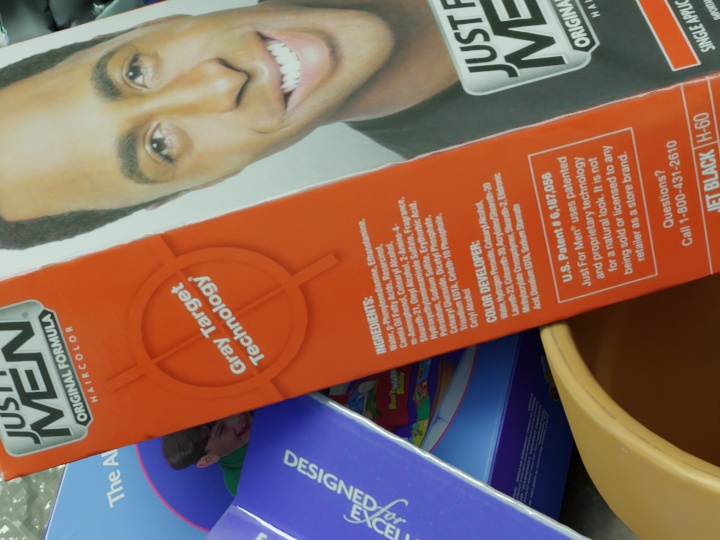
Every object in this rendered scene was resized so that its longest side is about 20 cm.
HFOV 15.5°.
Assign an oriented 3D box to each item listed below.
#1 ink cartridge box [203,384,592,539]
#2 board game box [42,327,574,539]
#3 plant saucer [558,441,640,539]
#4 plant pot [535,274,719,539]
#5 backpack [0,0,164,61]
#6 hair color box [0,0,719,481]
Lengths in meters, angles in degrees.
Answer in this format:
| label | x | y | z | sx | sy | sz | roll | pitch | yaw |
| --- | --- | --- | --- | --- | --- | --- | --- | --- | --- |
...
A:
| label | x | y | z | sx | sy | sz | roll | pitch | yaw |
| --- | --- | --- | --- | --- | --- | --- | --- | --- | --- |
| ink cartridge box | 0.034 | 0.147 | 0.666 | 0.198 | 0.201 | 0.043 | 27 | 42 | 18 |
| board game box | 0.000 | 0.000 | 0.751 | 0.134 | 0.045 | 0.201 | -1 | 60 | 28 |
| plant saucer | 0.024 | 0.089 | 0.763 | 0.199 | 0.037 | 0.201 | -3 | 73 | 11 |
| plant pot | 0.153 | 0.044 | 0.668 | 0.199 | 0.141 | 0.200 | -10 | 36 | 7 |
| backpack | -0.121 | -0.113 | 0.756 | 0.167 | 0.127 | 0.200 | -43 | 66 | -1 |
| hair color box | -0.005 | -0.027 | 0.650 | 0.199 | 0.061 | 0.102 | -17 | 37 | -1 |
